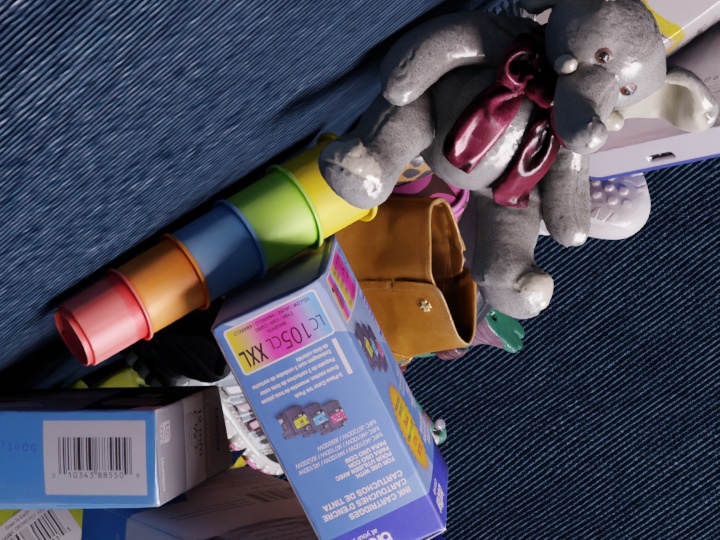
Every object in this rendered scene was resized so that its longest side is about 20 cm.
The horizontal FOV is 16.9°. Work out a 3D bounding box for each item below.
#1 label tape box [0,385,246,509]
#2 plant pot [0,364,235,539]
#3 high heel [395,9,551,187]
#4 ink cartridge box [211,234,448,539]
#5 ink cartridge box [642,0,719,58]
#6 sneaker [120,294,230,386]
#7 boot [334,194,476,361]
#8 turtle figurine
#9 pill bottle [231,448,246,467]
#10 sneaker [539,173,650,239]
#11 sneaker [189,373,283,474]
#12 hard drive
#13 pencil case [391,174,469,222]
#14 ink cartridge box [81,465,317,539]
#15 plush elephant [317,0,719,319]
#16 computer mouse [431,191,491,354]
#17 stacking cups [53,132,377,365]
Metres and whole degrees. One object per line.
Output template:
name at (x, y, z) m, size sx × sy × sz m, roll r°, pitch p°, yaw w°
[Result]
label tape box at (-0.167, 0.107, 1.547) m, size 0.143 × 0.066 × 0.200 m, roll -2°, pitch -175°, yaw 13°
plant pot at (-0.203, 0.194, 1.778) m, size 0.200 × 0.199 × 0.181 m, roll -36°, pitch 168°, yaw 12°
high heel at (0.095, -0.107, 1.542) m, size 0.200 × 0.071 × 0.143 m, roll -7°, pitch 150°, yaw -42°
ink cartridge box at (-0.008, 0.092, 1.442) m, size 0.076 × 0.200 × 0.136 m, roll -23°, pitch -170°, yaw 7°
ink cartridge box at (0.198, -0.180, 1.635) m, size 0.200 × 0.068 × 0.116 m, roll -37°, pitch 176°, yaw 3°
sneaker at (-0.092, 0.019, 1.611) m, size 0.115 × 0.075 × 0.200 m, roll -41°, pitch -175°, yaw -20°
boot at (0.011, 0.047, 1.561) m, size 0.144 × 0.202 × 0.071 m, roll 5°, pitch -160°, yaw 38°
turtle figurine at (0.024, 0.057, 1.781) m, size 0.200 × 0.150 × 0.101 m, roll -32°, pitch 157°, yaw 31°
pill bottle at (-0.122, 0.108, 1.922) m, size 0.200 × 0.113 × 0.112 m, roll -39°, pitch 174°, yaw 25°
sneaker at (0.141, -0.059, 1.737) m, size 0.076 × 0.081 × 0.200 m, roll -35°, pitch -144°, yaw -19°
sneaker at (-0.084, 0.078, 1.778) m, size 0.087 × 0.074 × 0.200 m, roll -44°, pitch 137°, yaw -4°
hard drive at (0.245, -0.144, 1.674) m, size 0.132 × 0.025 × 0.200 m, roll -11°, pitch -145°, yaw 45°
pencil case at (0.000, 0.000, 1.648) m, size 0.091 × 0.094 × 0.200 m, roll -33°, pitch 156°, yaw -48°
ink cartridge box at (-0.058, 0.194, 1.511) m, size 0.145 × 0.084 × 0.200 m, roll -5°, pitch -165°, yaw -45°
plush elephant at (0.104, -0.095, 1.330) m, size 0.155 × 0.165 × 0.200 m, roll -22°, pitch -144°, yaw 47°
computer mouse at (0.088, -0.039, 1.649) m, size 0.140 × 0.046 × 0.200 m, roll 137°, pitch -35°, yaw -83°
stacking cups at (-0.088, -0.013, 1.417) m, size 0.200 × 0.061 × 0.061 m, roll -28°, pitch 173°, yaw -20°
